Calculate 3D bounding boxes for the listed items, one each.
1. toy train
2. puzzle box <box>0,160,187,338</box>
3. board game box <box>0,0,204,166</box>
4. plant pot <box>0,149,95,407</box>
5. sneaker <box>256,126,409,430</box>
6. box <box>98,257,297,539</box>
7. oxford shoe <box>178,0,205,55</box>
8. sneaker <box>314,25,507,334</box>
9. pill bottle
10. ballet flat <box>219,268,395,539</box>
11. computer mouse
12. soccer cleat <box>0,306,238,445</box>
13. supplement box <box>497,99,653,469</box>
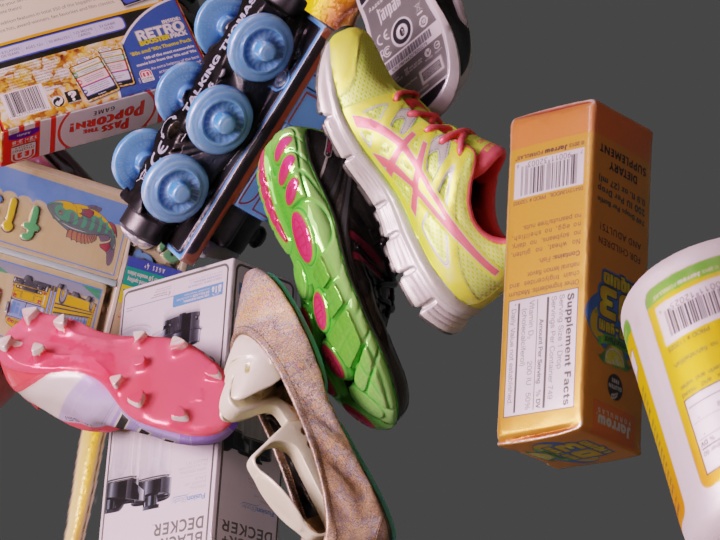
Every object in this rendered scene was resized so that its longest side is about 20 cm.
[{"bbox_3d":[-0.078,-0.093,1.632,0.200,0.114,0.087,-59,32,4],"label":"toy train"},{"bbox_3d":[-0.217,-0.002,1.685,0.025,0.199,0.134,-7,68,65],"label":"puzzle box"},{"bbox_3d":[-0.207,-0.182,1.693,0.046,0.151,0.201,106,144,-59],"label":"board game box"},{"bbox_3d":[-0.278,-0.019,1.774,0.179,0.200,0.200,-44,45,4],"label":"plant pot"},{"bbox_3d":[0.000,0.000,1.546,0.077,0.083,0.201,-35,67,59],"label":"sneaker"},{"bbox_3d":[-0.107,0.104,1.627,0.116,0.060,0.201,-14,65,42],"label":"box"},{"bbox_3d":[-0.154,-0.173,1.783,0.085,0.073,0.200,-53,44,18],"label":"oxford shoe"},{"bbox_3d":[0.044,-0.067,1.515,0.090,0.078,0.201,-30,82,22],"label":"sneaker"},{"bbox_3d":[0.209,0.091,1.268,0.111,0.111,0.201,-36,51,31],"label":"pill bottle"},{"bbox_3d":[-0.046,0.092,1.512,0.201,0.067,0.068,63,152,17],"label":"ballet flat"},{"bbox_3d":[0.032,-0.176,1.606,0.110,0.044,0.201,-35,57,36],"label":"computer mouse"},{"bbox_3d":[-0.151,0.079,1.601,0.199,0.077,0.067,15,54,33],"label":"soccer cleat"},{"bbox_3d":[0.124,0.008,1.425,0.069,0.066,0.201,-10,67,40],"label":"supplement box"}]
